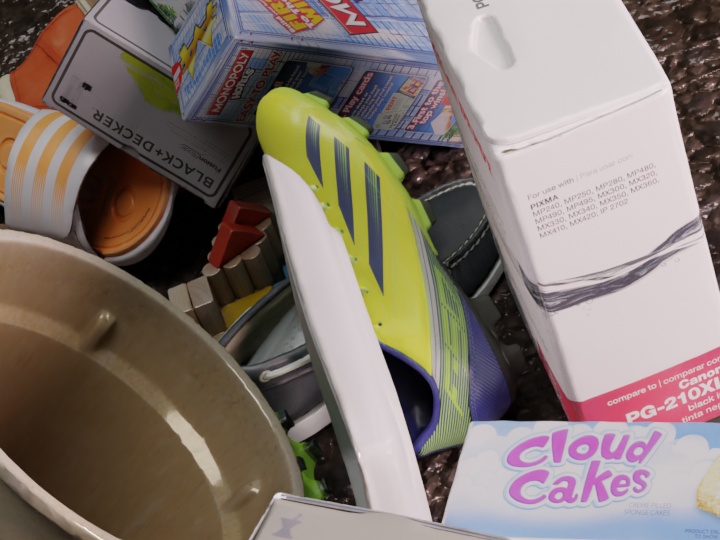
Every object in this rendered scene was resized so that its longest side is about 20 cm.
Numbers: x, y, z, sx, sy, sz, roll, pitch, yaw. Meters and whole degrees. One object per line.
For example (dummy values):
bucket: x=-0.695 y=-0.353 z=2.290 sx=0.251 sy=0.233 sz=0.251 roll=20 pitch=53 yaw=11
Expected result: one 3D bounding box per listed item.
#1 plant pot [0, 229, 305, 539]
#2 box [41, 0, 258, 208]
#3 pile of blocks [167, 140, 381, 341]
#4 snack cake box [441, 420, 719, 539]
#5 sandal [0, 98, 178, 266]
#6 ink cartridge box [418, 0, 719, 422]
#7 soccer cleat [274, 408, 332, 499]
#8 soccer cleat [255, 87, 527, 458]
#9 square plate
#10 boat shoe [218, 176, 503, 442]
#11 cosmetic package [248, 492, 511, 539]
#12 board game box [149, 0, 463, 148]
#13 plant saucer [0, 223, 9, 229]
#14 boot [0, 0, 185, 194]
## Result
plant pot: x=-0.158 y=0.117 z=0.929 sx=0.184 sy=0.200 sz=0.201 roll=-49 pitch=34 yaw=23
box: x=-0.091 y=-0.129 z=1.201 sx=0.116 sy=0.060 sz=0.200 roll=32 pitch=31 yaw=-3
pile of blocks: x=-0.042 y=-0.022 z=1.145 sx=0.082 sy=0.062 sz=0.201 roll=3 pitch=47 yaw=27
snack cake box: x=0.144 y=0.125 z=0.864 sx=0.199 sy=0.115 sz=0.067 roll=-1 pitch=44 yaw=21
sandal: x=-0.189 y=-0.056 z=1.210 sx=0.206 sy=0.059 sz=0.080 roll=18 pitch=96 yaw=40
ink cartridge box: x=0.103 y=-0.036 z=0.979 sx=0.084 sy=0.201 sz=0.145 roll=-21 pitch=41 yaw=0
soccer cleat: x=-0.044 y=0.149 z=0.969 sx=0.081 sy=0.068 sz=0.200 roll=-33 pitch=37 yaw=11
soccer cleat: x=0.000 y=0.000 z=1.027 sx=0.084 sy=0.065 sz=0.201 roll=-34 pitch=86 yaw=-17
square plate: x=0.005 y=0.079 z=0.911 sx=0.028 sy=0.201 sz=0.199 roll=-17 pitch=40 yaw=-3
boat shoe: x=0.006 y=0.010 z=1.090 sx=0.075 sy=0.061 sz=0.200 roll=24 pitch=58 yaw=39
cosmetic package: x=0.024 y=0.181 z=0.789 sx=0.103 sy=0.201 sz=0.073 roll=7 pitch=49 yaw=30
board game box: x=-0.047 y=-0.146 z=1.147 sx=0.200 sy=0.062 sz=0.199 roll=48 pitch=33 yaw=21
plant saucer: x=-0.245 y=0.040 z=1.192 sx=0.199 sy=0.030 sz=0.201 roll=-12 pitch=42 yaw=11
boot: x=-0.158 y=-0.089 z=1.272 sx=0.107 sy=0.075 sz=0.200 roll=-37 pitch=41 yaw=1
